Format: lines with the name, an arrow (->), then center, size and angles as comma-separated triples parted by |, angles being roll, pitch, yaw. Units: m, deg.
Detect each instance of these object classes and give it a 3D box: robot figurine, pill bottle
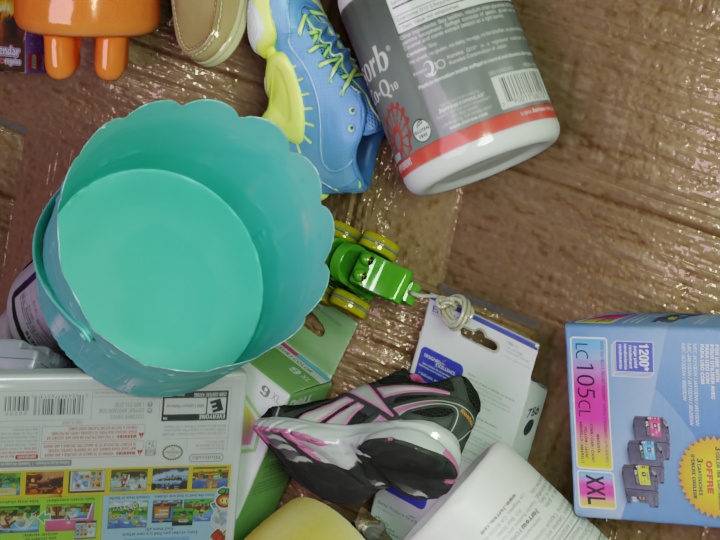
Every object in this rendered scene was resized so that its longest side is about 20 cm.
robot figurine -> -0.207, -0.248, 1.708 | 0.143, 0.116, 0.202 | 9, 103, 36
pill bottle -> 0.129, 0.224, 1.531 | 0.200, 0.114, 0.114 | 44, 120, 2
pill bottle -> -0.207, 0.022, 1.743 | 0.200, 0.111, 0.112 | -37, 76, 47
pill bottle -> 0.052, -0.163, 1.539 | 0.115, 0.116, 0.201 | -25, 83, 35

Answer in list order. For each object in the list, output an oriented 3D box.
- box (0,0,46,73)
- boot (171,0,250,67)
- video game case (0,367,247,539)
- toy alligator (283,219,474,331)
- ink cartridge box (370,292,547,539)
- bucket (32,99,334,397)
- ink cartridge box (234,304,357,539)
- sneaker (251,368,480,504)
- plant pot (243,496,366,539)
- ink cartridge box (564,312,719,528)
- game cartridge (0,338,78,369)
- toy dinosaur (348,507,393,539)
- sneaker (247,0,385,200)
box -> -0.336, -0.238, 1.844 | 0.199, 0.039, 0.138 | 8, 102, 34
boot -> -0.152, -0.256, 1.612 | 0.072, 0.155, 0.202 | -16, 69, 40
video game case -> -0.186, 0.161, 1.649 | 0.023, 0.198, 0.184 | -146, 58, -64
toy alligator -> 0.000, 0.000, 1.610 | 0.199, 0.054, 0.060 | 19, 80, 49
ink cartridge box -> 0.073, 0.122, 1.617 | 0.099, 0.039, 0.201 | 27, 113, 29
bucket -> -0.132, -0.011, 1.584 | 0.208, 0.206, 0.135 | 67, 156, 7
ink cartridge box -> -0.091, 0.100, 1.714 | 0.104, 0.059, 0.201 | 36, 116, 25
sneaker -> 0.013, 0.112, 1.593 | 0.199, 0.087, 0.081 | 2, 135, 45
plant pot -> -0.059, 0.287, 1.625 | 0.200, 0.141, 0.201 | 42, 147, 36
ink cartridge box -> 0.240, 0.098, 1.475 | 0.199, 0.076, 0.138 | 0, 98, 33
game cartridge -> -0.254, 0.102, 1.747 | 0.132, 0.200, 0.041 | 6, 70, 30
toy dinosaur -> 0.040, 0.258, 1.645 | 0.106, 0.060, 0.201 | 28, 136, 48
sneaker -> -0.023, -0.146, 1.629 | 0.104, 0.076, 0.202 | 5, 108, 22
